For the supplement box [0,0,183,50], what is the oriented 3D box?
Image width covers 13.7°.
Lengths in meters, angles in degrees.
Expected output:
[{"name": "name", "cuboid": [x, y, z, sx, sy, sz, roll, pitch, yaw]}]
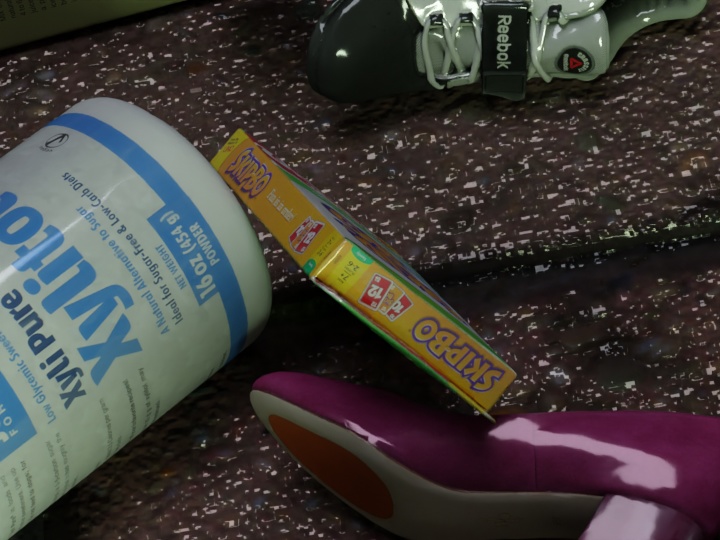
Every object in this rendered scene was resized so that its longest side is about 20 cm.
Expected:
[{"name": "supplement box", "cuboid": [-0.185, -0.229, 1.491, 0.199, 0.200, 0.134, -16, 43, -2]}]

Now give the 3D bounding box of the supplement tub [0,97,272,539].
[{"name": "supplement tub", "cuboid": [-0.148, 0.030, 1.268, 0.132, 0.132, 0.200, 30, 57, 35]}]

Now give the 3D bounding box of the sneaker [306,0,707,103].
[{"name": "sneaker", "cuboid": [0.073, -0.120, 1.414, 0.200, 0.074, 0.089, -24, 47, -16]}]

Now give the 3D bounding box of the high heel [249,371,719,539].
[{"name": "high heel", "cuboid": [0.057, 0.068, 1.230, 0.200, 0.067, 0.096, 27, 62, 16]}]

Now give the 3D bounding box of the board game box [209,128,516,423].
[{"name": "board game box", "cuboid": [0.000, 0.000, 1.244, 0.030, 0.095, 0.200, -50, 23, 6]}]
